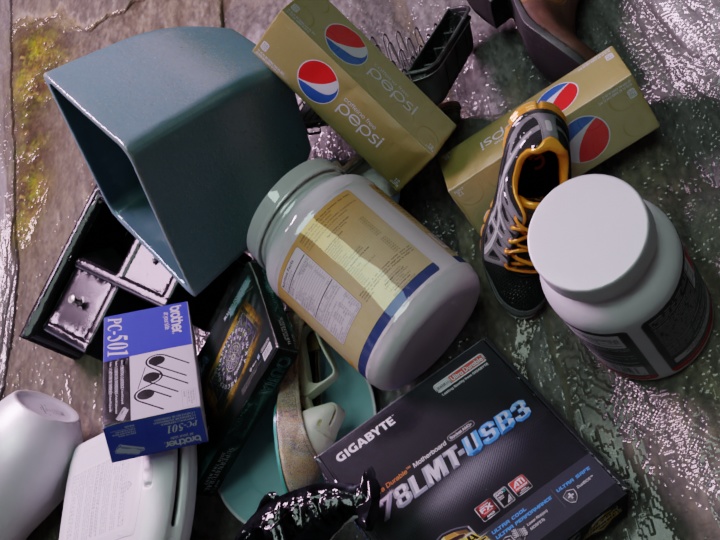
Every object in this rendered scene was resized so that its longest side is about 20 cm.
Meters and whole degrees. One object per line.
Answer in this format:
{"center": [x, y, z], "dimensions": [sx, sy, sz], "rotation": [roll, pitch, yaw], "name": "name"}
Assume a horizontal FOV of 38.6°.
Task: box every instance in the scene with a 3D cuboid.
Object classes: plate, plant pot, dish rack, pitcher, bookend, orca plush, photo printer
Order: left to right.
{"center": [-0.403, 0.234, 1.173], "dimensions": [0.171, 0.120, 0.202], "rotation": [31, 97, 52], "name": "pitcher"}
{"center": [-0.234, 0.238, 1.049], "dimensions": [0.199, 0.069, 0.169], "rotation": [-29, 51, 44], "name": "photo printer"}
{"center": [-0.260, 0.030, 1.182], "dimensions": [0.197, 0.092, 0.202], "rotation": [21, 81, 35], "name": "bookend"}
{"center": [-0.168, -0.140, 1.058], "dimensions": [0.199, 0.197, 0.196], "rotation": [-36, 47, -18], "name": "plant pot"}
{"center": [-0.068, 0.235, 0.874], "dimensions": [0.199, 0.071, 0.107], "rotation": [-26, 66, 38], "name": "orca plush"}
{"center": [-0.066, 0.167, 1.047], "dimensions": [0.198, 0.026, 0.203], "rotation": [-13, 63, 27], "name": "plate"}
{"center": [0.020, -0.212, 1.110], "dimensions": [0.197, 0.055, 0.154], "rotation": [-6, 33, 29], "name": "dish rack"}

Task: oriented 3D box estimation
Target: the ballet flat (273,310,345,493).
{"center": [-0.051, 0.124, 1.002], "dimensions": [0.066, 0.068, 0.203], "rotation": [-18, 62, 16], "name": "ballet flat"}

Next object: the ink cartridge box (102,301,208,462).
{"center": [-0.208, 0.106, 1.029], "dimensions": [0.093, 0.045, 0.201], "rotation": [-11, 29, -7], "name": "ink cartridge box"}

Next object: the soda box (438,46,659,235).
{"center": [0.176, -0.122, 0.986], "dimensions": [0.199, 0.068, 0.064], "rotation": [-32, 34, 15], "name": "soda box"}

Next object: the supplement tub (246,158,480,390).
{"center": [0.000, 0.000, 0.984], "dimensions": [0.200, 0.144, 0.145], "rotation": [41, 92, 22], "name": "supplement tub"}

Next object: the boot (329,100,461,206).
{"center": [0.036, -0.095, 1.092], "dimensions": [0.198, 0.075, 0.098], "rotation": [-30, 79, 9], "name": "boot"}

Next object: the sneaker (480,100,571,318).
{"center": [0.151, -0.046, 0.928], "dimensions": [0.077, 0.203, 0.077], "rotation": [0, 23, 0], "name": "sneaker"}

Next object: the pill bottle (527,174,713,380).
{"center": [0.214, 0.008, 0.841], "dimensions": [0.114, 0.200, 0.118], "rotation": [-12, 63, 25], "name": "pill bottle"}

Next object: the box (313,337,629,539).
{"center": [0.092, 0.184, 0.889], "dimensions": [0.199, 0.050, 0.199], "rotation": [-32, 53, -13], "name": "box"}

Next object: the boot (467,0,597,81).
{"center": [0.237, -0.300, 1.067], "dimensions": [0.199, 0.069, 0.188], "rotation": [-40, 57, -7], "name": "boot"}

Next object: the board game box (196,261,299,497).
{"center": [-0.131, 0.109, 1.042], "dimensions": [0.201, 0.028, 0.136], "rotation": [-58, 34, 26], "name": "board game box"}

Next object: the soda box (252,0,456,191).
{"center": [-0.004, -0.176, 1.003], "dimensions": [0.064, 0.200, 0.068], "rotation": [-42, 7, 44], "name": "soda box"}
